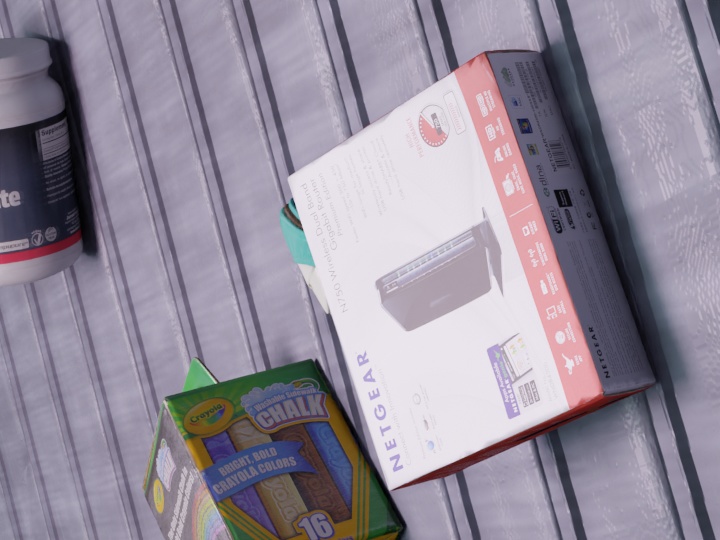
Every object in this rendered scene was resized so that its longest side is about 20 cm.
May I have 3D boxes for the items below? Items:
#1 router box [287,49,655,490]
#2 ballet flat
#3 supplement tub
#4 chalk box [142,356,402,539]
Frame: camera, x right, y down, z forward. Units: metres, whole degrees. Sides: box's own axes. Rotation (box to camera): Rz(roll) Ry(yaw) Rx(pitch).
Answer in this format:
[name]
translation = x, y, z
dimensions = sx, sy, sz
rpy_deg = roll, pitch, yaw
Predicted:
[router box]
translation = 0.059, 0.003, 1.229
dimensions = 0.179, 0.049, 0.202
rpy_deg = -30, 74, 43
[ballet flat]
translation = 0.000, 0.000, 1.381
dimensions = 0.200, 0.067, 0.071
rpy_deg = 19, 103, 59
[supplement tub]
translation = -0.326, -0.097, 1.924
dimensions = 0.140, 0.139, 0.202
rpy_deg = 22, 121, 59
[chalk box]
translation = -0.075, 0.153, 1.554
dimensions = 0.201, 0.123, 0.125
rpy_deg = 62, 151, 30
